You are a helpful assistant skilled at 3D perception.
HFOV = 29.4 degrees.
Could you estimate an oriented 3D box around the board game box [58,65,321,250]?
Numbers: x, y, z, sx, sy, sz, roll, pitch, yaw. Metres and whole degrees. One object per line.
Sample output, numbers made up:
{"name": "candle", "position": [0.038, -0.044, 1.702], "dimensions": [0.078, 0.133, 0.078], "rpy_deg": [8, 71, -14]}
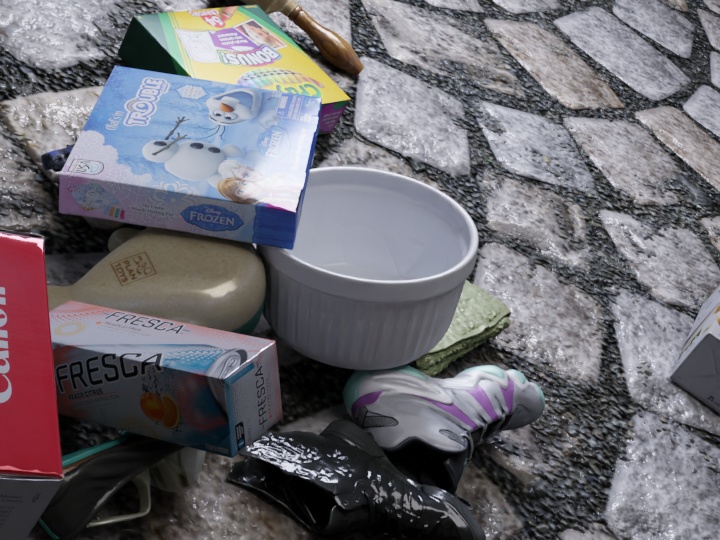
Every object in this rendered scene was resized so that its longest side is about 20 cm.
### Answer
{"name": "board game box", "position": [-0.142, -0.104, 1.202], "dimensions": [0.198, 0.044, 0.200], "rpy_deg": [8, 35, 0]}

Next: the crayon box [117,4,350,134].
{"name": "crayon box", "position": [-0.136, -0.214, 1.510], "dimensions": [0.173, 0.058, 0.200], "rpy_deg": [46, 36, 20]}

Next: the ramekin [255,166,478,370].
{"name": "ramekin", "position": [0.000, 0.000, 1.223], "dimensions": [0.199, 0.106, 0.201], "rpy_deg": [7, 32, -4]}

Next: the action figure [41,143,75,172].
{"name": "action figure", "position": [-0.192, -0.085, 1.300], "dimensions": [0.199, 0.105, 0.194], "rpy_deg": [-17, 44, -18]}

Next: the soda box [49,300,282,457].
{"name": "soda box", "position": [-0.157, 0.075, 0.999], "dimensions": [0.199, 0.064, 0.068], "rpy_deg": [8, 26, 30]}

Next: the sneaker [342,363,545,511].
{"name": "sneaker", "position": [0.087, 0.155, 1.208], "dimensions": [0.199, 0.078, 0.140], "rpy_deg": [3, 43, -22]}

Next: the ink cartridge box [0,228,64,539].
{"name": "ink cartridge box", "position": [-0.256, 0.073, 0.916], "dimensions": [0.083, 0.176, 0.201], "rpy_deg": [10, 48, -30]}

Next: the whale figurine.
{"name": "whale figurine", "position": [-0.176, 0.032, 1.148], "dimensions": [0.199, 0.104, 0.159], "rpy_deg": [-19, 49, -21]}

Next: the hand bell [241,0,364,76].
{"name": "hand bell", "position": [-0.074, -0.312, 1.685], "dimensions": [0.200, 0.104, 0.104], "rpy_deg": [40, 32, -9]}

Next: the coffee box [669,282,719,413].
{"name": "coffee box", "position": [0.439, 0.084, 1.567], "dimensions": [0.114, 0.080, 0.200], "rpy_deg": [35, 33, 5]}

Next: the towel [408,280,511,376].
{"name": "towel", "position": [0.050, 0.039, 1.344], "dimensions": [0.148, 0.037, 0.200], "rpy_deg": [36, 33, 20]}

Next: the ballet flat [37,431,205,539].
{"name": "ballet flat", "position": [-0.164, 0.143, 1.025], "dimensions": [0.200, 0.068, 0.069], "rpy_deg": [-27, 97, -41]}

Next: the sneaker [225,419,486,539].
{"name": "sneaker", "position": [-0.001, 0.190, 1.102], "dimensions": [0.199, 0.060, 0.104], "rpy_deg": [38, 37, 13]}
